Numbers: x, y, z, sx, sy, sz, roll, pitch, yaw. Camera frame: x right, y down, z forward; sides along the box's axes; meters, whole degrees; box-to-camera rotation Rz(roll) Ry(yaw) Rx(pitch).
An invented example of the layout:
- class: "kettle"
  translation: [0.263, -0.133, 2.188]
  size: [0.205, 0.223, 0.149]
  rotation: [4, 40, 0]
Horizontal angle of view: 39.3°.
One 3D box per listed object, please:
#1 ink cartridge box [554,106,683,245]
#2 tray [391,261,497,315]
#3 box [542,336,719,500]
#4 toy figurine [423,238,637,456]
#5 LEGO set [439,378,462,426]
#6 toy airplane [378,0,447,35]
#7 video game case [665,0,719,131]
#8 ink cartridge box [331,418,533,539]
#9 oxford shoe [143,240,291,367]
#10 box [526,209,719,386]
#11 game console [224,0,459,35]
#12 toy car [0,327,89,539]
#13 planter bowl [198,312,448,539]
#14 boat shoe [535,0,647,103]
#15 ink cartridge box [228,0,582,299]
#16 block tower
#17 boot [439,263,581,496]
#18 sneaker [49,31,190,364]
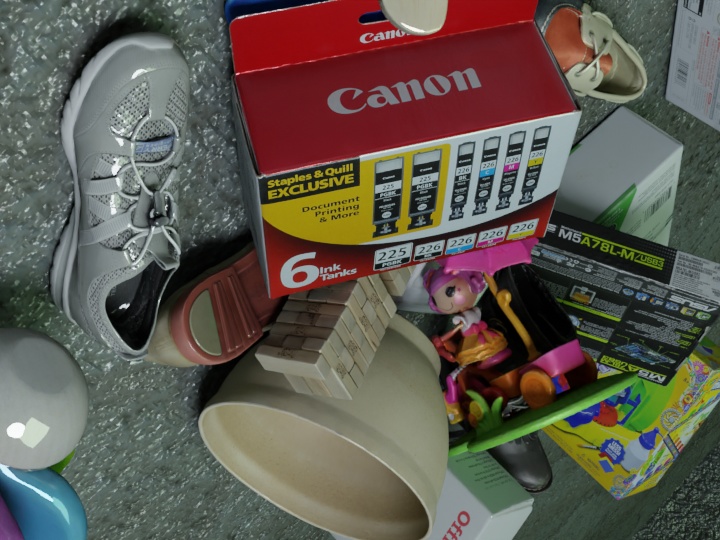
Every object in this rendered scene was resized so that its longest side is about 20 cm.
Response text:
- class: "ink cartridge box"
  translation: [0.253, -0.047, 1.056]
  size: [0.146, 0.083, 0.201]
  rotation: [-40, 148, -15]
- class: "tray"
  translation: [0.079, -0.001, 0.943]
  size: [0.199, 0.022, 0.108]
  rotation: [8, 119, -56]
- class: "box"
  translation: [0.313, 0.130, 1.223]
  size: [0.121, 0.200, 0.194]
  rotation: [3, 122, -53]
- class: "toy figurine"
  translation: [0.108, 0.042, 0.848]
  size: [0.149, 0.186, 0.200]
  rotation: [-17, 170, -36]
- class: "LEGO set"
  translation: [0.101, 0.165, 1.113]
  size: [0.153, 0.117, 0.199]
  rotation: [-31, 158, 34]
- class: "toy airplane"
  translation: [0.028, -0.244, 0.468]
  size: [0.200, 0.199, 0.141]
  rotation: [-47, 180, 16]
- class: "video game case"
  translation: [0.381, -0.197, 0.953]
  size: [0.045, 0.181, 0.201]
  rotation: [-39, 149, -14]
- class: "ink cartridge box"
  translation: [0.041, 0.207, 0.952]
  size: [0.083, 0.200, 0.146]
  rotation: [0, 126, -53]
- class: "oxford shoe"
  translation: [-0.080, 0.013, 0.726]
  size: [0.074, 0.071, 0.199]
  rotation: [-15, -175, 38]
- class: "box"
  translation: [0.234, 0.029, 0.979]
  size: [0.194, 0.197, 0.048]
  rotation: [89, 21, -64]
- class: "game console"
  translation: [0.019, -0.178, 0.663]
  size: [0.200, 0.117, 0.173]
  rotation: [58, 45, -60]
- class: "toy car"
  translation: [-0.230, 0.132, 0.533]
  size: [0.175, 0.151, 0.199]
  rotation: [-46, 154, 28]
- class: "planter bowl"
  translation: [-0.013, 0.109, 0.808]
  size: [0.201, 0.198, 0.136]
  rotation: [82, 29, -53]
- class: "boat shoe"
  translation: [0.178, -0.175, 0.813]
  size: [0.199, 0.062, 0.072]
  rotation: [4, 116, -60]
- class: "ink cartridge box"
  translation: [0.025, -0.081, 0.626]
  size: [0.197, 0.085, 0.176]
  rotation: [-13, 148, -9]
- class: "block tower"
  translation: [0.000, 0.000, 0.721]
  size: [0.201, 0.053, 0.058]
  rotation: [-61, 138, -32]
- class: "boot"
  translation: [0.152, 0.103, 0.948]
  size: [0.069, 0.201, 0.174]
  rotation: [-23, 165, -33]
- class: "sneaker"
  translation: [-0.122, -0.037, 0.573]
  size: [0.074, 0.082, 0.202]
  rotation: [-19, 139, -40]
